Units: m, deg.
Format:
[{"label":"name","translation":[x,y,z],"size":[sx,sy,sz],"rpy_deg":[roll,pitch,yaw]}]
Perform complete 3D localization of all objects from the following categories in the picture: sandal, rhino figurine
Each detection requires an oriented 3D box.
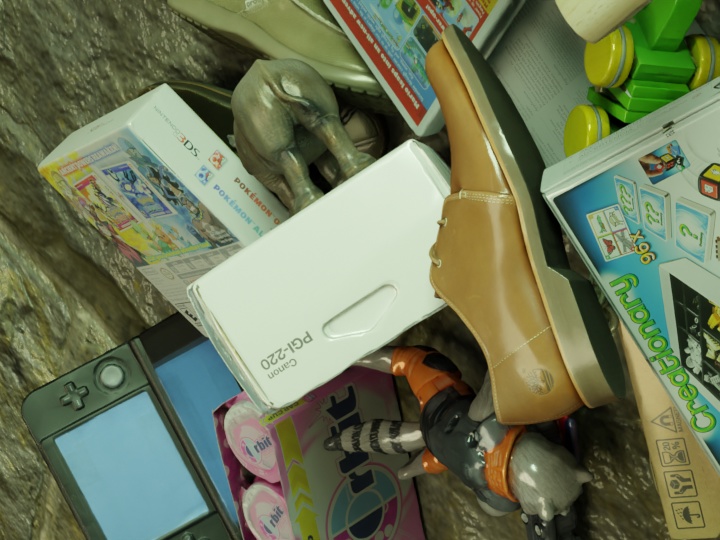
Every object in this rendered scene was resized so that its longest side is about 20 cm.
[{"label":"sandal","translation":[-0.062,-0.099,1.065],"size":[0.200,0.055,0.082],"rpy_deg":[-1,118,34]},{"label":"rhino figurine","translation":[-0.043,-0.075,0.944],"size":[0.087,0.060,0.200],"rpy_deg":[56,172,0]}]

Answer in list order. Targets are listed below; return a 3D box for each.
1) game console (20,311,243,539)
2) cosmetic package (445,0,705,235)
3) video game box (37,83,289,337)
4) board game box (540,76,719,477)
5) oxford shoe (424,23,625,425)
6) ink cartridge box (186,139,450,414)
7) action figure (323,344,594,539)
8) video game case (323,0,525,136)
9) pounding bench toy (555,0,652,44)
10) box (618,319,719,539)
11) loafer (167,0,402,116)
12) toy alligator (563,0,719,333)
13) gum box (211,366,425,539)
[{"label":"game console","translation":[-0.156,0.151,1.272],"size":[0.200,0.176,0.116],"rpy_deg":[62,171,1]},{"label":"cosmetic package","translation":[0.093,-0.131,0.861],"size":[0.200,0.052,0.151],"rpy_deg":[57,139,6]},{"label":"video game box","translation":[-0.118,-0.033,1.093],"size":[0.182,0.047,0.200],"rpy_deg":[44,157,-18]},{"label":"board game box","translation":[0.189,0.009,0.744],"size":[0.126,0.035,0.200],"rpy_deg":[-28,108,20]},{"label":"oxford shoe","translation":[0.059,-0.023,0.756],"size":[0.071,0.071,0.200],"rpy_deg":[-22,72,20]},{"label":"ink cartridge box","translation":[0.000,0.000,0.890],"size":[0.085,0.146,0.200],"rpy_deg":[57,-173,0]},{"label":"action figure","translation":[0.072,0.127,1.003],"size":[0.193,0.105,0.200],"rpy_deg":[11,118,56]},{"label":"video game case","translation":[0.041,-0.187,0.828],"size":[0.143,0.017,0.200],"rpy_deg":[57,139,21]},{"label":"pounding bench toy","translation":[0.133,-0.190,0.663],"size":[0.124,0.156,0.200],"rpy_deg":[-25,72,53]},{"label":"box","translation":[0.214,0.041,0.807],"size":[0.163,0.021,0.200],"rpy_deg":[-9,105,28]},{"label":"loafer","translation":[-0.035,-0.153,0.968],"size":[0.200,0.076,0.067],"rpy_deg":[27,93,29]},{"label":"toy alligator","translation":[0.126,-0.062,0.779],"size":[0.054,0.059,0.200],"rpy_deg":[-116,33,-58]},{"label":"gum box","translation":[-0.024,0.159,1.120],"size":[0.066,0.113,0.200],"rpy_deg":[10,119,46]}]
